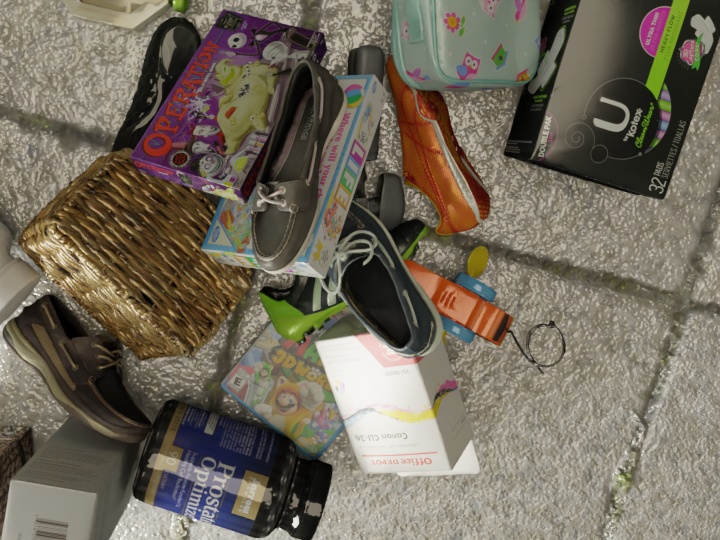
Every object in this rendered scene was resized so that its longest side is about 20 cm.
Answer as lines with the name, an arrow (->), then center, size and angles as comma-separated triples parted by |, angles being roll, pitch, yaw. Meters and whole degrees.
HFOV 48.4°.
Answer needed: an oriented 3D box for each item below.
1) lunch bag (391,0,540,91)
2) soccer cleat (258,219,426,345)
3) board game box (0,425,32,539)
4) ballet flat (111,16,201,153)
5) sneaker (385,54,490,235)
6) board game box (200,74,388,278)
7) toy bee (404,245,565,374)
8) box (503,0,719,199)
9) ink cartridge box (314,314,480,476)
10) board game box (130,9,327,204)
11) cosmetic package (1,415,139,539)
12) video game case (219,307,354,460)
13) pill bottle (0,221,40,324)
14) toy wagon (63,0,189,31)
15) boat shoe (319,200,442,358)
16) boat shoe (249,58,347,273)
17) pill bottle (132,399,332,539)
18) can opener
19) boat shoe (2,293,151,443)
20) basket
lunch bag -> 0.100, -0.281, 0.788 | 0.159, 0.077, 0.203 | -9, 100, -33
soccer cleat -> -0.022, -0.002, 0.834 | 0.199, 0.068, 0.081 | -36, 95, 17
board game box -> -0.418, 0.270, 0.822 | 0.095, 0.200, 0.162 | 1, 100, -3
ballet flat -> -0.213, -0.166, 0.845 | 0.066, 0.057, 0.202 | 19, 104, -20
sneaker -> 0.066, -0.131, 0.846 | 0.076, 0.073, 0.202 | -23, 90, 28
board game box -> -0.064, -0.097, 0.786 | 0.133, 0.034, 0.202 | 8, 70, 33
toy bee -> 0.118, 0.054, 0.871 | 0.131, 0.109, 0.201 | -41, 71, 5
box -> 0.254, -0.193, 0.816 | 0.147, 0.124, 0.203 | 15, 99, -6
ink cartridge box -> 0.043, 0.146, 0.848 | 0.115, 0.067, 0.202 | -11, 105, 33
board game box -> -0.124, -0.166, 0.782 | 0.119, 0.032, 0.202 | 14, 63, 18
cosmetic package -> -0.289, 0.229, 0.821 | 0.084, 0.200, 0.109 | 11, 96, -6
video game case -> -0.043, 0.097, 0.903 | 0.143, 0.018, 0.201 | 39, 95, -7
pill bottle -> -0.432, -0.031, 0.818 | 0.200, 0.111, 0.111 | 42, 95, -8
toy wagon -> -0.241, -0.352, 0.811 | 0.153, 0.040, 0.203 | 11, 98, -5
boat shoe -> 0.000, 0.000, 0.764 | 0.075, 0.062, 0.201 | -39, 70, 18
boat shoe -> -0.066, -0.099, 0.729 | 0.066, 0.057, 0.202 | 2, 67, 33
pill bottle -> -0.136, 0.223, 0.872 | 0.198, 0.112, 0.113 | 19, 98, -5
can opener -> 0.016, -0.133, 0.854 | 0.066, 0.053, 0.203 | 1, 99, -16
boat shoe -> -0.291, 0.099, 0.843 | 0.199, 0.074, 0.074 | 39, 90, 11
basket -> -0.228, -0.019, 0.835 | 0.200, 0.148, 0.143 | 47, 62, -21
